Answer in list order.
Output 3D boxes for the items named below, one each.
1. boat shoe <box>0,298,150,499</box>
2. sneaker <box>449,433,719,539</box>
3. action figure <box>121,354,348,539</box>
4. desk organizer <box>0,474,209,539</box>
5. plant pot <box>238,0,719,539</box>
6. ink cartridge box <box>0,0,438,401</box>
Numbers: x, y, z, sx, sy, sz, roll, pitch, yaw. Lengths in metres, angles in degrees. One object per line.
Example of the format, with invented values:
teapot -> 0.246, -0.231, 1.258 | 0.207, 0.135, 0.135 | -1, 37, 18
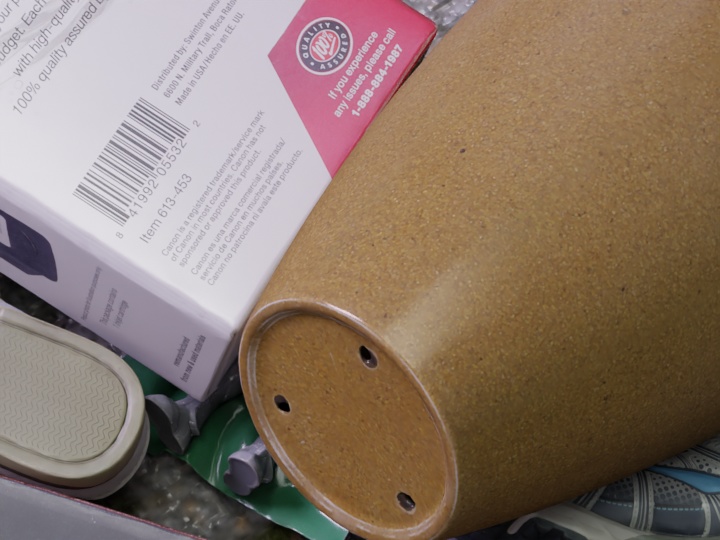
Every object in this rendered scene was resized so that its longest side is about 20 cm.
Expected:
boat shoe -> -0.170, 0.027, 0.981 | 0.200, 0.068, 0.075 | 31, 72, 8
sneaker -> 0.107, 0.094, 0.980 | 0.199, 0.078, 0.086 | 12, 46, 3
action figure -> 0.000, 0.000, 1.027 | 0.118, 0.055, 0.200 | 31, 63, 17
desk organizer -> -0.150, 0.102, 0.954 | 0.199, 0.077, 0.072 | 18, 83, -2
plant pot -> 0.060, 0.001, 0.907 | 0.186, 0.187, 0.200 | 39, 50, 17
ink cartridge box -> -0.097, -0.073, 0.964 | 0.200, 0.084, 0.145 | 33, 67, 1
